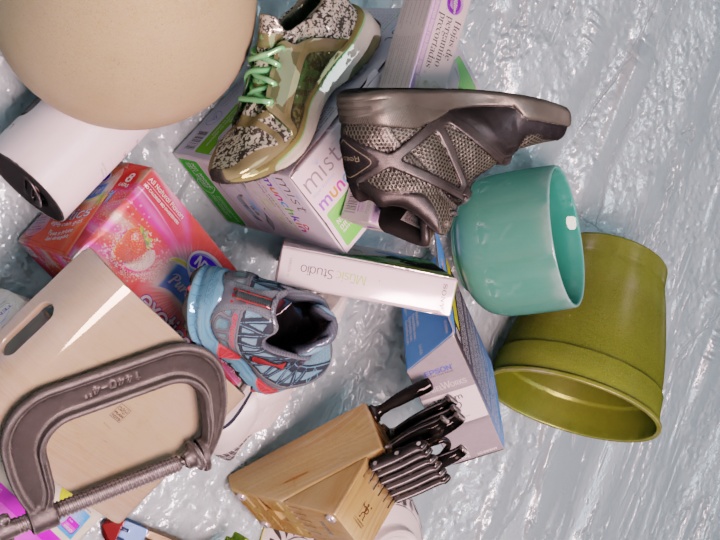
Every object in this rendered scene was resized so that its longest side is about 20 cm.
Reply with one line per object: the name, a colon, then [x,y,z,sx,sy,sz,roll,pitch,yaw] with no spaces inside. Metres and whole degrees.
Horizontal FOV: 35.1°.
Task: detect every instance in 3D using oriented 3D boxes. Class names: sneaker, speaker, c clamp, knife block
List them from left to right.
speaker: [-0.197,-0.134,0.896,0.200,0.081,0.081,-51,128,-19]
c clamp: [-0.185,0.142,0.853,0.200,0.027,0.171,-24,122,-21]
sneaker: [-0.083,0.087,1.069,0.200,0.076,0.081,-46,138,-18]
sneaker: [-0.067,-0.153,0.875,0.200,0.077,0.089,-58,134,-24]
sneaker: [-0.058,0.056,0.905,0.200,0.095,0.079,35,63,-62]
knife block: [-0.004,0.172,1.084,0.176,0.200,0.064,-56,130,-32]
sneaker: [0.072,-0.082,0.858,0.199,0.076,0.114,-8,105,-33]

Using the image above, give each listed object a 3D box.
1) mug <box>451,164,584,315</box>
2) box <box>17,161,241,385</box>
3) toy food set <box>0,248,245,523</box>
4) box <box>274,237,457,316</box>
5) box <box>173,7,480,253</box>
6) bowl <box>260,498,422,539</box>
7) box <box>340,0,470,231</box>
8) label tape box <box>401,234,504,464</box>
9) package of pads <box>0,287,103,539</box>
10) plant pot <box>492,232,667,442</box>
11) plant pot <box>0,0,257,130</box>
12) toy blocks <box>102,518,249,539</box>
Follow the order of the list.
mug: [0.168,-0.030,1.214,0.185,0.114,0.152,-14,94,-69]
box: [-0.169,0.012,0.947,0.103,0.095,0.200,-51,128,-21]
toy food set: [-0.194,0.093,0.872,0.144,0.060,0.200,-45,133,-5]
box: [0.000,0.000,0.993,0.144,0.200,0.036,11,96,-4]
box: [-0.030,-0.130,0.980,0.200,0.176,0.097,-51,128,-21]
bowl: [0.001,0.293,1.169,0.201,0.094,0.201,-12,109,-38]
box: [0.036,-0.128,0.893,0.039,0.041,0.200,18,86,-39]
label tape box: [0.082,0.073,1.153,0.063,0.144,0.200,-18,122,11]
package of pads: [-0.268,0.130,0.907,0.155,0.068,0.200,-49,128,-21]
plant pot: [0.263,0.067,1.296,0.200,0.200,0.193,38,63,-40]
plant pot: [-0.161,-0.216,0.811,0.200,0.134,0.201,4,77,-17]
toy blocks: [-0.196,0.311,1.013,0.137,0.100,0.200,30,79,-30]
